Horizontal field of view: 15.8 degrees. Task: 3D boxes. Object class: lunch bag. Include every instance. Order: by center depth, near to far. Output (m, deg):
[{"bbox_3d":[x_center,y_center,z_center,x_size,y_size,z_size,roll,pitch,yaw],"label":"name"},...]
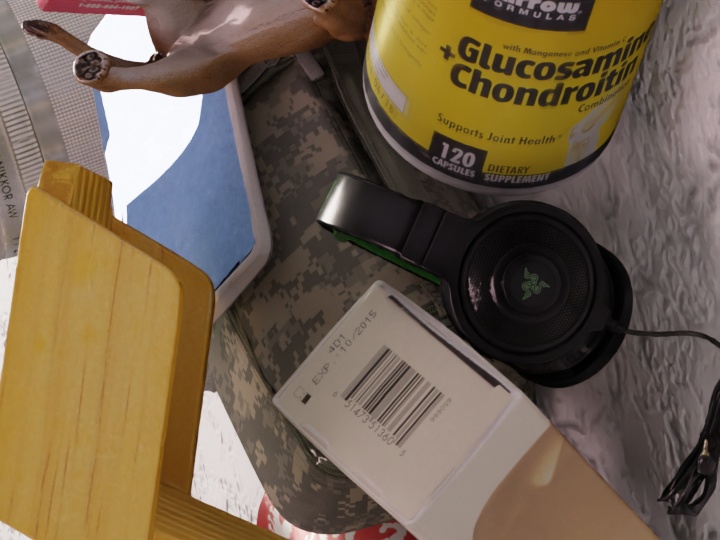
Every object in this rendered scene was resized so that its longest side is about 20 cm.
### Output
[{"bbox_3d":[0.000,0.000,1.256,0.200,0.139,0.168,63,151,31],"label":"lunch bag"}]

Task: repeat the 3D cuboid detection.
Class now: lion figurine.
[{"bbox_3d":[-0.040,-0.114,1.172,0.122,0.199,0.073,28,-123,-70],"label":"lion figurine"}]

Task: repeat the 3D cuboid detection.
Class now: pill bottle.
[{"bbox_3d":[0.069,-0.130,1.028,0.200,0.112,0.112,104,145,-52],"label":"pill bottle"}]

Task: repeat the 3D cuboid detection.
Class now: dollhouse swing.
[{"bbox_3d":[-0.053,0.059,1.100,0.200,0.175,0.183,40,-122,-87],"label":"dollhouse swing"}]

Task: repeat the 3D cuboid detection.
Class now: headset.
[{"bbox_3d":[0.069,0.023,1.078,0.199,0.094,0.123,24,178,18],"label":"headset"}]

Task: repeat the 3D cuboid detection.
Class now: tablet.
[{"bbox_3d":[-0.090,-0.063,1.265,0.130,0.014,0.201,-45,48,46],"label":"tablet"}]

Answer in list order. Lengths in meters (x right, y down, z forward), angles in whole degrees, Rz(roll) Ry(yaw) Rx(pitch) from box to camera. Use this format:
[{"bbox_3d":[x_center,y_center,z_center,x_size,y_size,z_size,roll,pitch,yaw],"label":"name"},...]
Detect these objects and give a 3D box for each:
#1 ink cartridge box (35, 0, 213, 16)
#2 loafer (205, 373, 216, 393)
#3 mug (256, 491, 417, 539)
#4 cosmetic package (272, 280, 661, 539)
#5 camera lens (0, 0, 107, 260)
[{"bbox_3d":[-0.050,-0.201,1.152,0.200,0.144,0.085,-45,57,43],"label":"ink cartridge box"},{"bbox_3d":[-0.124,-0.011,1.645,0.070,0.070,0.200,106,143,-53],"label":"loafer"},{"bbox_3d":[0.011,0.171,1.300,0.200,0.177,0.134,-127,44,-53],"label":"mug"},{"bbox_3d":[0.060,0.098,1.103,0.105,0.071,0.200,39,175,41],"label":"cosmetic package"},{"bbox_3d":[-0.169,-0.103,1.499,0.160,0.199,0.161,159,90,-76],"label":"camera lens"}]
